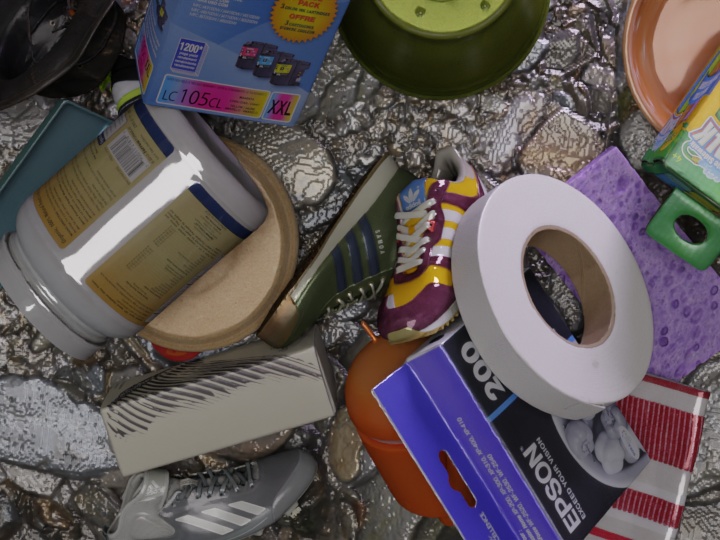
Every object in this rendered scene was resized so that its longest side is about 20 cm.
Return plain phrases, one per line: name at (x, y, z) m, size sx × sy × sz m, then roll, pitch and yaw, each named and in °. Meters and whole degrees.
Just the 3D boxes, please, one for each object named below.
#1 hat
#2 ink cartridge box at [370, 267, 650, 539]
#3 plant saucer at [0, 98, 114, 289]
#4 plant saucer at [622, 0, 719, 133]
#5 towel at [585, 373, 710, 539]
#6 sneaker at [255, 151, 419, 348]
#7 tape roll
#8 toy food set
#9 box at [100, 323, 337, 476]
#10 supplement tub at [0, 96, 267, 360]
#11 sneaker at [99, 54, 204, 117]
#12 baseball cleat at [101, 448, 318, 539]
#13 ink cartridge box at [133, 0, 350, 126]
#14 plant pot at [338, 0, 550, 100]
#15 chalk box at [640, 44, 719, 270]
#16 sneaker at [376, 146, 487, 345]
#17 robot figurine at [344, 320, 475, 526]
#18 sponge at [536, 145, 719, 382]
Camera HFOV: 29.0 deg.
hat at (-0.262, -0.200, 1.217) m, size 0.199 × 0.081 × 0.203 m, roll -20°, pitch 53°, yaw 28°
ink cartridge box at (0.126, 0.125, 1.116) m, size 0.043 × 0.200 × 0.199 m, roll -29°, pitch 96°, yaw 47°
plant saucer at (-0.295, -0.066, 1.233) m, size 0.201 × 0.070 × 0.019 m, roll -51°, pitch 54°, yaw 13°
plant saucer at (0.326, -0.195, 1.217) m, size 0.197 × 0.037 × 0.203 m, roll 0°, pitch 94°, yaw 4°
towel at (0.216, 0.185, 1.229) m, size 0.143 × 0.023 × 0.203 m, roll 15°, pitch 95°, yaw 24°
sneaker at (0.000, 0.000, 1.215) m, size 0.090 × 0.067 × 0.201 m, roll 37°, pitch 76°, yaw -7°
tape roll at (0.160, 0.020, 1.141) m, size 0.037 × 0.202 × 0.204 m, roll -32°, pitch 93°, yaw 45°
toy food set at (-0.152, -0.022, 1.246) m, size 0.197 × 0.049 × 0.201 m, roll -12°, pitch 93°, yaw 3°
box at (-0.123, 0.114, 1.233) m, size 0.198 × 0.082 × 0.069 m, roll -17°, pitch 102°, yaw 2°
supplement tub at (-0.191, -0.037, 1.150) m, size 0.199 × 0.144 × 0.145 m, roll -40°, pitch 91°, yaw 5°
sneaker at (-0.134, -0.190, 1.222) m, size 0.198 × 0.072 × 0.084 m, roll -22°, pitch 71°, yaw -6°
baseball cleat at (-0.138, 0.202, 1.239) m, size 0.199 × 0.070 × 0.107 m, roll -33°, pitch 118°, yaw 4°
ink cartridge box at (-0.083, -0.217, 1.068) m, size 0.135 × 0.077 × 0.201 m, roll 5°, pitch 132°, yaw -26°
plant pot at (0.066, -0.248, 1.148) m, size 0.197 × 0.193 × 0.203 m, roll 0°, pitch 94°, yaw 3°
chalk box at (0.316, -0.098, 1.144) m, size 0.124 × 0.124 × 0.201 m, roll 33°, pitch 95°, yaw 1°
sneaker at (0.051, -0.022, 1.146) m, size 0.074 × 0.201 × 0.091 m, roll -16°, pitch 116°, yaw 31°
robot figurine at (0.058, 0.129, 1.186) m, size 0.115 × 0.145 × 0.201 m, roll -9°, pitch 130°, yaw 23°
sponge at (0.243, 0.001, 1.237) m, size 0.111 × 0.030 × 0.201 m, roll -39°, pitch 92°, yaw 5°
